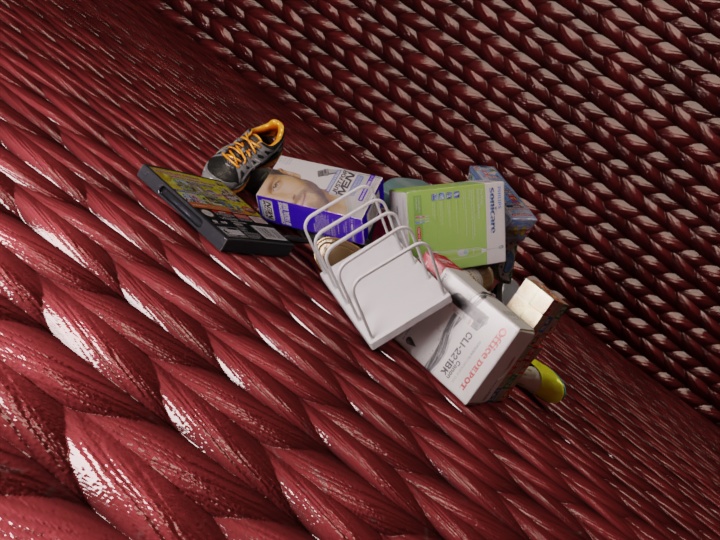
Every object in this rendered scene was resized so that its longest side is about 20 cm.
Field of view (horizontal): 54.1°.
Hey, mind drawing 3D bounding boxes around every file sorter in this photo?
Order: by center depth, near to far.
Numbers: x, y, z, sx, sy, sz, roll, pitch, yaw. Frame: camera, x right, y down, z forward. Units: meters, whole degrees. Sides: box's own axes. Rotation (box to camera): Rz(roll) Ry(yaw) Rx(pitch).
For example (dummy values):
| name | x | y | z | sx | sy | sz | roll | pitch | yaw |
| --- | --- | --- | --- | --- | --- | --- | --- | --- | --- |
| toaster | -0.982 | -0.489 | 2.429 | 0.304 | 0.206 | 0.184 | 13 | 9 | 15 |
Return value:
| name | x | y | z | sx | sy | sz | roll | pitch | yaw |
| --- | --- | --- | --- | --- | --- | --- | --- | --- | --- |
| file sorter | 0.017 | -0.015 | 1.045 | 0.200 | 0.137 | 0.126 | 50 | -13 | 50 |

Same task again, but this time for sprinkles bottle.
| name | x | y | z | sx | sy | sz | roll | pitch | yaw |
| --- | --- | --- | --- | --- | --- | --- | --- | --- | --- |
| sprinkles bottle | 0.171 | 0.033 | 1.263 | 0.068 | 0.069 | 0.199 | 39 | 31 | 20 |

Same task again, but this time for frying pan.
| name | x | y | z | sx | sy | sz | roll | pitch | yaw |
| --- | --- | --- | --- | --- | --- | --- | --- | --- | --- |
| frying pan | -0.064 | -0.048 | 1.255 | 0.186 | 0.032 | 0.115 | 7 | -13 | -13 |

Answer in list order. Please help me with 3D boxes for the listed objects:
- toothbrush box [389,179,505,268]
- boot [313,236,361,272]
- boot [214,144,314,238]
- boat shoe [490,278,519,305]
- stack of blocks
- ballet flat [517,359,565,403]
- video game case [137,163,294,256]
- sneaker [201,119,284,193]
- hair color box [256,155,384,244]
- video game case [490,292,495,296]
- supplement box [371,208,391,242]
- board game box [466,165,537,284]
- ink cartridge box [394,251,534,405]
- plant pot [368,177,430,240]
| name | x | y | z | sx | sy | sz | roll | pitch | yaw |
| --- | --- | --- | --- | --- | --- | --- | --- | --- | --- |
| toothbrush box | 0.158 | -0.081 | 1.276 | 0.196 | 0.149 | 0.086 | -9 | 12 | -19 |
| boot | 0.000 | 0.000 | 1.244 | 0.198 | 0.074 | 0.155 | 33 | 5 | -11 |
| boot | -0.167 | -0.142 | 1.321 | 0.201 | 0.073 | 0.181 | 50 | 19 | 28 |
| boat shoe | 0.287 | 0.114 | 1.421 | 0.068 | 0.204 | 0.057 | 20 | -29 | -18 |
| stack of blocks | 0.253 | 0.117 | 1.153 | 0.058 | 0.202 | 0.114 | 40 | 14 | 30 |
| ballet flat | 0.325 | 0.200 | 1.404 | 0.066 | 0.068 | 0.200 | 5 | 23 | -25 |
| video game case | -0.212 | -0.087 | 1.061 | 0.180 | 0.026 | 0.199 | 40 | 13 | 18 |
| sneaker | -0.205 | -0.206 | 1.244 | 0.078 | 0.078 | 0.200 | 40 | 49 | 4 |
| hair color box | -0.068 | -0.124 | 1.216 | 0.196 | 0.110 | 0.065 | 13 | -39 | 17 |
| video game case | 0.149 | 0.030 | 1.392 | 0.197 | 0.018 | 0.142 | 5 | 12 | -32 |
| supplement box | 0.128 | -0.046 | 1.388 | 0.197 | 0.103 | 0.103 | 13 | 7 | -32 |
| board game box | 0.270 | -0.085 | 1.408 | 0.060 | 0.204 | 0.200 | -1 | 22 | -17 |
| ink cartridge box | 0.148 | 0.090 | 1.102 | 0.199 | 0.146 | 0.083 | 41 | 14 | 27 |
| plant pot | 0.107 | -0.091 | 1.537 | 0.194 | 0.199 | 0.198 | 32 | 14 | 34 |
